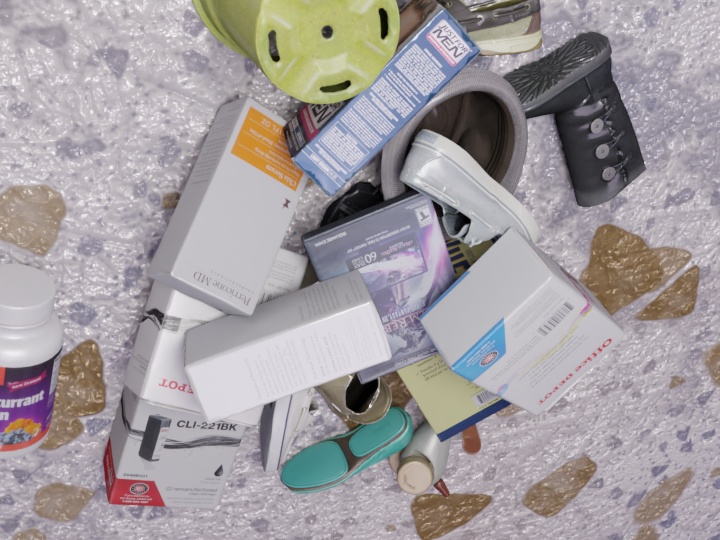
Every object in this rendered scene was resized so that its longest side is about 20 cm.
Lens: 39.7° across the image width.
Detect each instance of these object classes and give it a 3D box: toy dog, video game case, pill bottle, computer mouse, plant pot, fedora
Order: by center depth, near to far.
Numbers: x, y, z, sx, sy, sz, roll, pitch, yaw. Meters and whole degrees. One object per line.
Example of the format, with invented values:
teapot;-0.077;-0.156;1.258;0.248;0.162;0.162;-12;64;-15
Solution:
plant pot;-0.050;-0.252;0.922;0.199;0.185;0.202;-9;126;-13
fedora;0.089;-0.140;1.086;0.176;0.090;0.201;-22;133;-11
video game case;0.034;0.020;1.091;0.142;0.019;0.201;-22;120;-1
pill bottle;-0.387;0.098;1.096;0.110;0.112;0.201;4;122;-22
computer mouse;0.019;-0.106;1.152;0.058;0.034;0.200;33;102;-36
toy dog;0.125;0.237;1.377;0.096;0.132;0.200;36;118;-12

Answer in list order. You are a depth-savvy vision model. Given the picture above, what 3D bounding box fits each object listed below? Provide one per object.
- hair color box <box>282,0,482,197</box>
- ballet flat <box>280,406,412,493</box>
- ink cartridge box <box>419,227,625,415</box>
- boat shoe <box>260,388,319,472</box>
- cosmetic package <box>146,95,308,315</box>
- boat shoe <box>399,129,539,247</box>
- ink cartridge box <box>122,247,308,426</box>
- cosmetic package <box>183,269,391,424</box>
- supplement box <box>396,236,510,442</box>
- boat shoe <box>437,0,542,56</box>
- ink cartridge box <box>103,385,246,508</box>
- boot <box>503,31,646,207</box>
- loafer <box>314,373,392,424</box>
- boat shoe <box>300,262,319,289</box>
hair color box;0.016;-0.174;0.971;0.200;0.100;0.060;-43;115;11
ballet flat;-0.012;0.257;1.372;0.199;0.068;0.070;-29;146;5
ink cartridge box;0.181;0.062;1.091;0.145;0.085;0.200;-45;138;13
boat shoe;-0.087;0.177;1.287;0.065;0.072;0.202;5;114;-17
cosmetic package;-0.128;-0.065;1.031;0.101;0.071;0.201;28;75;-29
boat shoe;0.110;-0.066;1.036;0.200;0.070;0.072;36;85;-37
ink cartridge box;-0.162;0.056;1.112;0.144;0.084;0.202;19;87;-29
cosmetic package;-0.076;0.076;1.021;0.198;0.102;0.075;-20;110;-1
supplement box;0.128;0.066;1.239;0.199;0.135;0.200;-29;128;3
boat shoe;0.097;-0.260;1.046;0.199;0.072;0.067;-6;113;-12
ink cartridge box;-0.225;0.193;1.237;0.143;0.084;0.201;8;119;-24
boot;0.241;-0.156;1.174;0.164;0.066;0.201;-27;133;3
loafer;-0.005;0.155;1.264;0.076;0.068;0.200;-57;147;-7
boat shoe;0.000;0.000;1.185;0.199;0.072;0.060;-31;118;10
